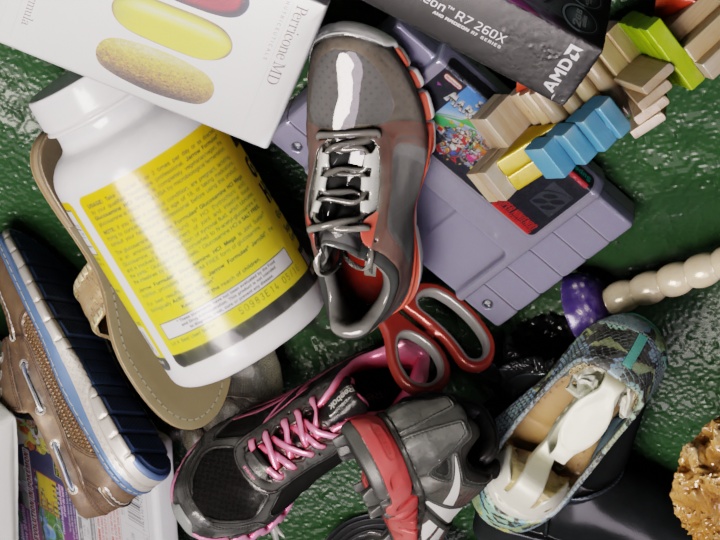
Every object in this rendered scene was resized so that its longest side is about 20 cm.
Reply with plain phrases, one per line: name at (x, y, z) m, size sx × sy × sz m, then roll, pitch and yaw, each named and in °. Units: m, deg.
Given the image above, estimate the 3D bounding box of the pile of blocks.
pile of blocks at (0.135, -0.111, 1.570) m, size 0.200 × 0.082 × 0.062 m, roll -35°, pitch 109°, yaw 18°

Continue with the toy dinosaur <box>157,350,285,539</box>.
toy dinosaur at (-0.090, 0.081, 1.800) m, size 0.102 × 0.077 × 0.201 m, roll 4°, pitch 97°, yaw 8°

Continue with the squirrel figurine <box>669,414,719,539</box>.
squirrel figurine at (0.266, 0.172, 1.727) m, size 0.186 × 0.142 × 0.200 m, roll -30°, pitch 100°, yaw 6°

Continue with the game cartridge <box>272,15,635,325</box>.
game cartridge at (0.057, -0.062, 1.675) m, size 0.200 × 0.038 × 0.130 m, roll 39°, pitch 129°, yaw -18°

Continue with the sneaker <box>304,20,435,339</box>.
sneaker at (0.001, -0.048, 1.620) m, size 0.077 × 0.082 × 0.200 m, roll 2°, pitch 118°, yaw 18°

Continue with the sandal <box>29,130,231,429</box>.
sandal at (-0.152, 0.001, 1.746) m, size 0.212 × 0.078 × 0.070 m, roll 63°, pitch 158°, yaw -11°

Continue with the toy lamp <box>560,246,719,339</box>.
toy lamp at (0.221, -0.003, 1.670) m, size 0.200 × 0.058 × 0.058 m, roll -22°, pitch 120°, yaw 25°

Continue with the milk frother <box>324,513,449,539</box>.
milk frother at (-0.012, 0.284, 1.905) m, size 0.200 × 0.181 × 0.188 m, roll -22°, pitch 163°, yaw -6°

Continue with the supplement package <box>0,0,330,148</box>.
supplement package at (-0.117, -0.175, 1.569) m, size 0.200 × 0.110 × 0.114 m, roll 21°, pitch 128°, yaw -4°

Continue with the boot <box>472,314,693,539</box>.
boot at (0.167, 0.116, 1.771) m, size 0.198 × 0.073 × 0.163 m, roll 9°, pitch 123°, yaw 2°

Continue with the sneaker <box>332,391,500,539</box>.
sneaker at (0.044, 0.128, 1.711) m, size 0.098 × 0.071 × 0.200 m, roll -27°, pitch 158°, yaw -5°

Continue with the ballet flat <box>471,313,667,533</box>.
ballet flat at (0.119, 0.107, 1.693) m, size 0.074 × 0.074 × 0.200 m, roll 25°, pitch 127°, yaw -8°

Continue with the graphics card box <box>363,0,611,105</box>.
graphics card box at (0.046, -0.185, 1.520) m, size 0.200 × 0.126 × 0.051 m, roll 28°, pitch 128°, yaw -10°

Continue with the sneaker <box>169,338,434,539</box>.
sneaker at (-0.033, 0.100, 1.721) m, size 0.079 × 0.200 × 0.095 m, roll 54°, pitch 153°, yaw 9°

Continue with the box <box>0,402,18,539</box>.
box at (-0.331, 0.139, 1.793) m, size 0.199 × 0.131 × 0.200 m, roll 39°, pitch 139°, yaw 35°

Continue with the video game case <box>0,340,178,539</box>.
video game case at (-0.194, 0.154, 1.850) m, size 0.182 × 0.023 × 0.200 m, roll 27°, pitch 136°, yaw 30°

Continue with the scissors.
scissors at (0.000, 0.000, 1.728) m, size 0.200 × 0.073 × 0.014 m, roll 46°, pitch 155°, yaw 11°

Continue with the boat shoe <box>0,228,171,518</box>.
boat shoe at (-0.199, 0.066, 1.739) m, size 0.072 × 0.200 × 0.072 m, roll -36°, pitch 156°, yaw 16°

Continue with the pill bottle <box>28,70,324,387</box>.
pill bottle at (-0.115, -0.039, 1.662) m, size 0.112 × 0.112 × 0.200 m, roll -24°, pitch 104°, yaw 27°
